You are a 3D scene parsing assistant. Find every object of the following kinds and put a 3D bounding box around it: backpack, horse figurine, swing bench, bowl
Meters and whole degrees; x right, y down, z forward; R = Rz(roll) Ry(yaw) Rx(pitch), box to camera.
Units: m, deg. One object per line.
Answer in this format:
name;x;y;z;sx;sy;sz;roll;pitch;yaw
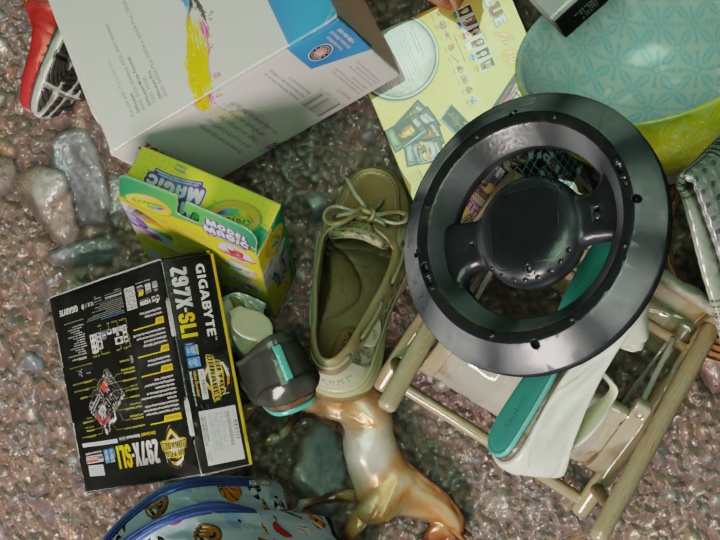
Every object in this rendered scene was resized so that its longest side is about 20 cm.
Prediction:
backpack;-0.116;0.241;1.539;0.200;0.190;0.154;-50;59;21
horse figurine;-0.010;0.140;1.611;0.132;0.050;0.201;-21;88;14
swing bench;0.143;0.059;1.536;0.198;0.130;0.201;32;92;-3
bowl;0.223;-0.129;1.544;0.199;0.201;0.108;-16;128;7

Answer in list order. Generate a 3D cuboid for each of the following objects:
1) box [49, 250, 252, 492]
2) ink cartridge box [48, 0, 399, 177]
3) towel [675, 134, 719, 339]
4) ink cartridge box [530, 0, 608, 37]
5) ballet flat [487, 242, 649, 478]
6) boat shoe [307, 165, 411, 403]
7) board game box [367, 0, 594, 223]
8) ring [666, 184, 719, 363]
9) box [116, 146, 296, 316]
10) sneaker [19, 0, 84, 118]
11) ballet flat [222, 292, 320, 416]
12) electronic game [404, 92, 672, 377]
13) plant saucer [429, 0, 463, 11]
box;-0.162;0.080;1.570;0.049;0.200;0.161;-11;87;-34
ink cartridge box;-0.103;-0.177;1.565;0.199;0.147;0.145;-29;71;11
towel;0.306;-0.027;1.484;0.034;0.192;0.201;1;122;46
ink cartridge box;0.134;-0.271;1.584;0.095;0.037;0.200;-41;55;6
ballet flat;0.160;0.057;1.447;0.069;0.069;0.201;30;96;8
boat shoe;0.000;0.000;1.573;0.073;0.063;0.201;3;60;9
board game box;0.090;-0.108;1.610;0.135;0.035;0.201;-23;85;7
ring;0.302;-0.026;1.586;0.199;0.019;0.202;0;89;8
box;-0.113;-0.031;1.553;0.117;0.200;0.049;23;78;8
sneaker;-0.243;-0.219;1.651;0.084;0.077;0.201;10;83;19
ballet flat;-0.083;0.054;1.555;0.068;0.200;0.069;-26;107;-20
electronic game;0.119;-0.026;1.427;0.199;0.042;0.201;-9;72;28
plant saucer;0.004;-0.268;1.544;0.200;0.200;0.038;39;91;7
